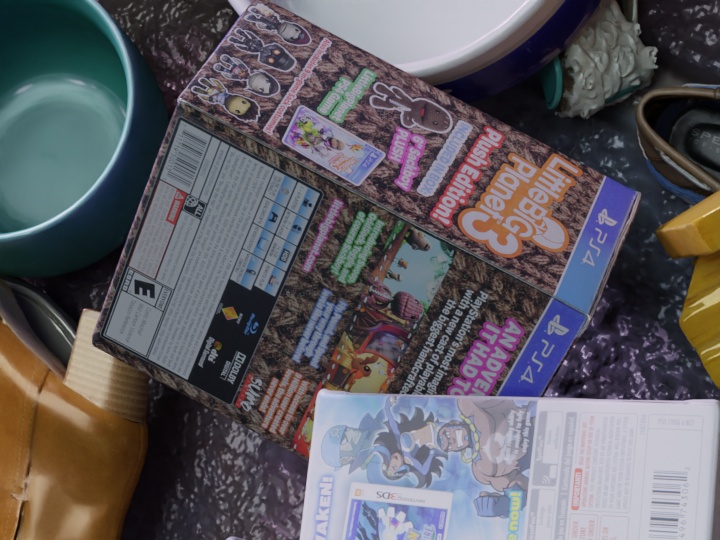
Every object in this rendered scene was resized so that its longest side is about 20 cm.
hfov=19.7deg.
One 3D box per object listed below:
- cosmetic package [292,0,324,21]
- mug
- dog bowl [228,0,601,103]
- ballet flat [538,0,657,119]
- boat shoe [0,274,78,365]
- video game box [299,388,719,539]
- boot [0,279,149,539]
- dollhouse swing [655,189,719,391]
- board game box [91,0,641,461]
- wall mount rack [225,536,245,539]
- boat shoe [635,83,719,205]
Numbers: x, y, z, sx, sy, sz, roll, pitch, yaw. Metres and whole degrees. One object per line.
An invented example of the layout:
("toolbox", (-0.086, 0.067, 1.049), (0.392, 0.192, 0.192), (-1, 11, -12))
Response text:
("cosmetic package", (-0.060, -0.197, 1.125), (0.199, 0.087, 0.104), (33, 95, 28))
("mug", (-0.194, -0.080, 1.138), (0.184, 0.114, 0.153), (26, 82, 16))
("dog bowl", (0.026, -0.181, 0.992), (0.198, 0.079, 0.202), (-3, 82, 17))
("ballet flat", (0.100, -0.170, 1.059), (0.071, 0.072, 0.201), (-24, 71, 21))
("boat shoe", (-0.204, 0.030, 1.176), (0.199, 0.057, 0.067), (33, 98, 24))
("video game box", (0.058, 0.153, 0.855), (0.181, 0.047, 0.202), (1, 75, 23))
("boot", (-0.206, 0.077, 1.101), (0.200, 0.071, 0.145), (14, 90, 20))
("dollhouse swing", (0.229, 0.043, 0.835), (0.181, 0.176, 0.201), (-32, 92, 18))
("board game box", (0.000, 0.000, 0.949), (0.199, 0.097, 0.160), (28, 132, 2))
("wall mount rack", (0.018, 0.173, 1.004), (0.200, 0.074, 0.174), (-38, 57, 16))
("boat shoe", (0.214, -0.038, 0.956), (0.199, 0.072, 0.073), (16, 87, 29))
